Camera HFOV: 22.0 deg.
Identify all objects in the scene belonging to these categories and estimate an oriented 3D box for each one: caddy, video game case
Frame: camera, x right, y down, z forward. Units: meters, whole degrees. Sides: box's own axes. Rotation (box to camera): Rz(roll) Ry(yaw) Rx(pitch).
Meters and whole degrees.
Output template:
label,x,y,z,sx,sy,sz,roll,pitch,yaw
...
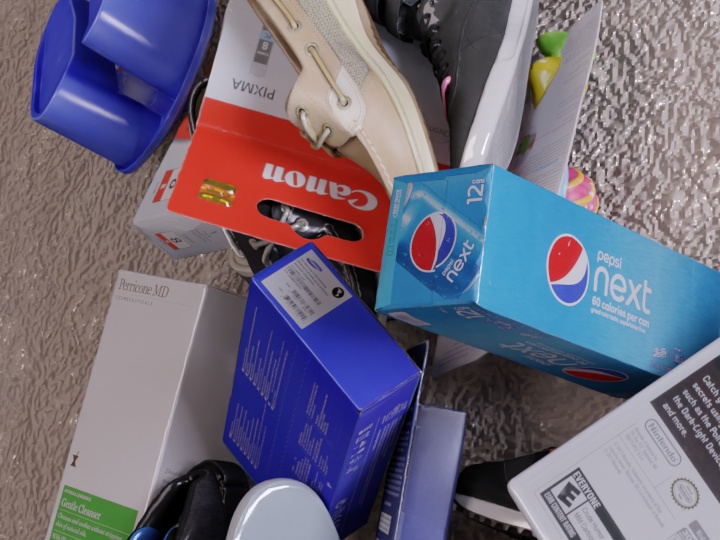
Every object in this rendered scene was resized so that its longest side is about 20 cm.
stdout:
label,x,y,z,sx,sy,sz,roll,pitch,yaw
caddy,-0.156,-0.156,1.297,0.142,0.105,0.200,-56,23,25
video game case,0.190,0.127,0.836,0.181,0.023,0.200,-35,59,5

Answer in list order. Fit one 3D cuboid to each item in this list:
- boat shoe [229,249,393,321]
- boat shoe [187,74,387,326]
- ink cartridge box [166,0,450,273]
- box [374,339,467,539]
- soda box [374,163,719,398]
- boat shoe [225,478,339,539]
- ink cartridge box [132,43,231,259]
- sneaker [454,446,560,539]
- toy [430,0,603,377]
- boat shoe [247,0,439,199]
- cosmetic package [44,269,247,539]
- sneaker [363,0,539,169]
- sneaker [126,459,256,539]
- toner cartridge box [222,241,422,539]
label,x,y,z,sx,sy,sz,roll,pitch,yaw
boat shoe,0.000,0.000,1.116,0.200,0.057,0.067,7,61,51
boat shoe,-0.046,-0.033,1.066,0.074,0.060,0.201,-34,58,19
ink cartridge box,-0.009,-0.098,1.053,0.047,0.159,0.201,107,179,-50
box,0.027,0.141,1.003,0.121,0.032,0.201,129,150,-84
soda box,0.098,0.010,0.908,0.064,0.200,0.068,-4,72,42
boat shoe,-0.053,0.212,1.043,0.091,0.070,0.201,-170,76,-69
ink cartridge box,-0.042,-0.094,1.167,0.199,0.050,0.163,-14,44,46
sneaker,0.139,0.104,0.937,0.199,0.070,0.090,5,73,42
toy,0.101,-0.038,1.029,0.115,0.047,0.201,145,140,-64
boat shoe,-0.009,-0.091,1.003,0.065,0.072,0.201,-24,73,-3
cosmetic package,-0.122,0.109,1.188,0.107,0.085,0.201,6,81,50
sneaker,0.044,-0.124,1.022,0.099,0.071,0.201,7,55,7
sneaker,-0.103,0.212,1.107,0.073,0.112,0.201,-1,74,49
toner cartridge box,-0.026,0.077,1.017,0.095,0.043,0.200,51,155,19
